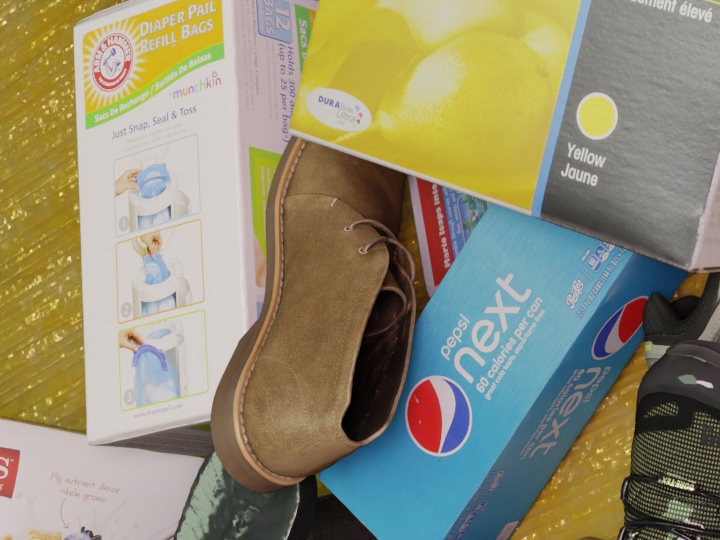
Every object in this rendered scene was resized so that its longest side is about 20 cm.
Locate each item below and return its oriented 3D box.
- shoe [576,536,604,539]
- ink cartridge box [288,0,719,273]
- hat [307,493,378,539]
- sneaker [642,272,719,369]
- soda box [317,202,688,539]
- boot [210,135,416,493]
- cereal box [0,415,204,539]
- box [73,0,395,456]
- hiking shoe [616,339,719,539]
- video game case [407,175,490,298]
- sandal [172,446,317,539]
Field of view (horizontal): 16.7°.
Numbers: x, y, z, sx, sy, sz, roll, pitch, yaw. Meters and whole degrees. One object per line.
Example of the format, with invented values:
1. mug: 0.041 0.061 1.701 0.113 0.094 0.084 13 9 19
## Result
1. shoe: 0.063 0.184 0.968 0.053 0.200 0.070 27 138 17
2. ink cartridge box: 0.078 -0.122 0.951 0.197 0.047 0.200 20 105 34
3. hat: -0.033 0.189 1.090 0.200 0.081 0.201 -6 80 39
4. sneaker: 0.183 0.006 0.945 0.200 0.074 0.088 -35 68 36
5. soda box: 0.068 0.030 1.028 0.068 0.064 0.200 43 114 26
6. boot: 0.000 0.000 1.043 0.075 0.074 0.200 -21 43 40
7. cereal box: -0.160 0.172 1.153 0.040 0.144 0.200 173 107 -73
8. box: -0.056 -0.022 1.122 0.101 0.112 0.200 -14 73 38
9. hiking shoe: 0.123 0.127 0.919 0.076 0.101 0.200 11 118 30
10. video game case: 0.100 -0.082 1.066 0.200 0.017 0.143 -21 70 35
11. sandal: -0.079 0.164 1.051 0.075 0.048 0.201 13 83 35
